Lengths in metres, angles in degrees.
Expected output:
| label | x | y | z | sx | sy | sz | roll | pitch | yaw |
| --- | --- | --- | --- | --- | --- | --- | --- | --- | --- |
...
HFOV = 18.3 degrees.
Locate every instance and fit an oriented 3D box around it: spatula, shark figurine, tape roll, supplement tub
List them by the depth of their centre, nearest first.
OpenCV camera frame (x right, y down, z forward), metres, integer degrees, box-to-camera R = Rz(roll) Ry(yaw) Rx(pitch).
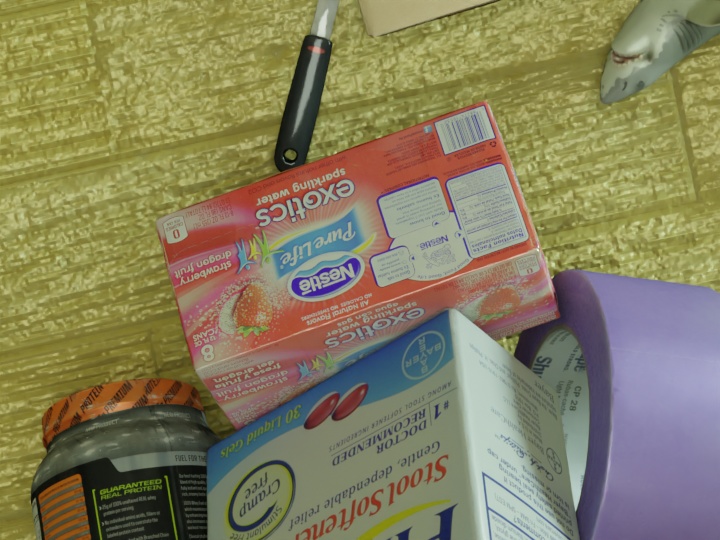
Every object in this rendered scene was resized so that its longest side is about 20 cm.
| label | x | y | z | sx | sy | sz | roll | pitch | yaw |
| --- | --- | --- | --- | --- | --- | --- | --- | --- | --- |
| tape roll | 0.145 | 0.104 | 1.265 | 0.084 | 0.200 | 0.202 | 8 | 92 | -13 |
| supplement tub | -0.122 | 0.172 | 1.283 | 0.122 | 0.123 | 0.201 | -11 | 69 | -1 |
| shark figurine | 0.249 | -0.162 | 1.316 | 0.089 | 0.214 | 0.129 | 35 | 58 | -40 |
| spatula | -0.021 | -0.156 | 1.347 | 0.056 | 0.021 | 0.201 | 15 | 92 | -2 |

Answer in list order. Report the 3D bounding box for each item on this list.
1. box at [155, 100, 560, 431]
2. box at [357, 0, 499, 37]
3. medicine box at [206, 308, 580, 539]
| label | x | y | z | sx | sy | sz | roll | pitch | yaw |
| --- | --- | --- | --- | --- | --- | --- | --- | --- | --- |
| box | 0.000 | 0.000 | 1.246 | 0.199 | 0.095 | 0.103 | -20 | 62 | 3 |
| box | 0.056 | -0.255 | 1.314 | 0.162 | 0.021 | 0.201 | -16 | 91 | 7 |
| medicine box | 0.017 | 0.155 | 1.194 | 0.182 | 0.201 | 0.103 | -31 | 131 | 25 |
